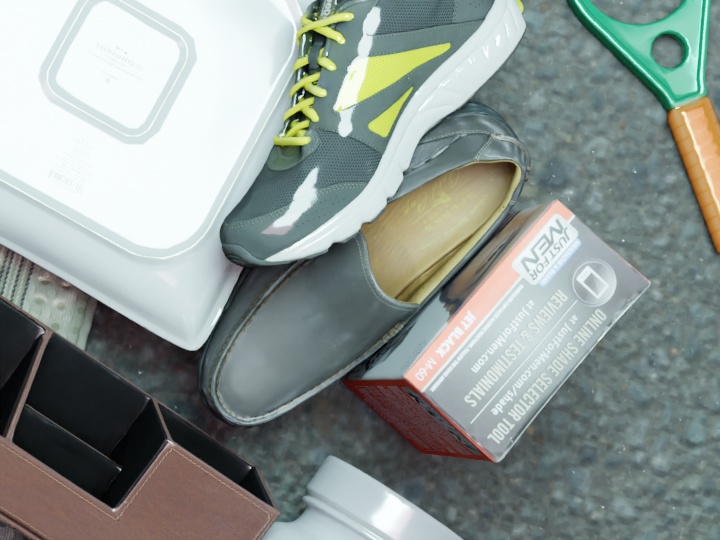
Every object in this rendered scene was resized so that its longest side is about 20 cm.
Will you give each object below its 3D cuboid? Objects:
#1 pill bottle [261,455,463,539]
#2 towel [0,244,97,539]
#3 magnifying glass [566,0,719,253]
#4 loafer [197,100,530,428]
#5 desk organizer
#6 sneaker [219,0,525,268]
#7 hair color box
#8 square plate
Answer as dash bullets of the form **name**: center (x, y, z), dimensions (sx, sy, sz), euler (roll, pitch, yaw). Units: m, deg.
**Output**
- **pill bottle**: center (-0.034, 0.196, 1.357), dimensions (0.112, 0.112, 0.200), euler (33, 83, -5)
- **towel**: center (-0.234, 0.042, 1.352), dimensions (0.193, 0.035, 0.200), euler (14, 105, -10)
- **magnifying glass**: center (0.163, -0.106, 1.449), dimensions (0.080, 0.022, 0.200), euler (-21, 88, -9)
- **loafer**: center (0.000, 0.000, 1.318), dimensions (0.073, 0.072, 0.200), euler (42, 92, -16)
- **desk organizer**: center (-0.142, 0.084, 1.321), dimensions (0.200, 0.072, 0.077), euler (35, 96, -19)
- **sneaker**: center (-0.009, -0.085, 1.302), dimensions (0.200, 0.074, 0.085), euler (-50, 119, -25)
- **hair color box**: center (0.060, 0.030, 1.334), dimensions (0.064, 0.200, 0.111), euler (42, 82, -6)
- **square plate**: center (-0.115, -0.094, 1.310), dimensions (0.200, 0.028, 0.198), euler (29, 79, -11)
